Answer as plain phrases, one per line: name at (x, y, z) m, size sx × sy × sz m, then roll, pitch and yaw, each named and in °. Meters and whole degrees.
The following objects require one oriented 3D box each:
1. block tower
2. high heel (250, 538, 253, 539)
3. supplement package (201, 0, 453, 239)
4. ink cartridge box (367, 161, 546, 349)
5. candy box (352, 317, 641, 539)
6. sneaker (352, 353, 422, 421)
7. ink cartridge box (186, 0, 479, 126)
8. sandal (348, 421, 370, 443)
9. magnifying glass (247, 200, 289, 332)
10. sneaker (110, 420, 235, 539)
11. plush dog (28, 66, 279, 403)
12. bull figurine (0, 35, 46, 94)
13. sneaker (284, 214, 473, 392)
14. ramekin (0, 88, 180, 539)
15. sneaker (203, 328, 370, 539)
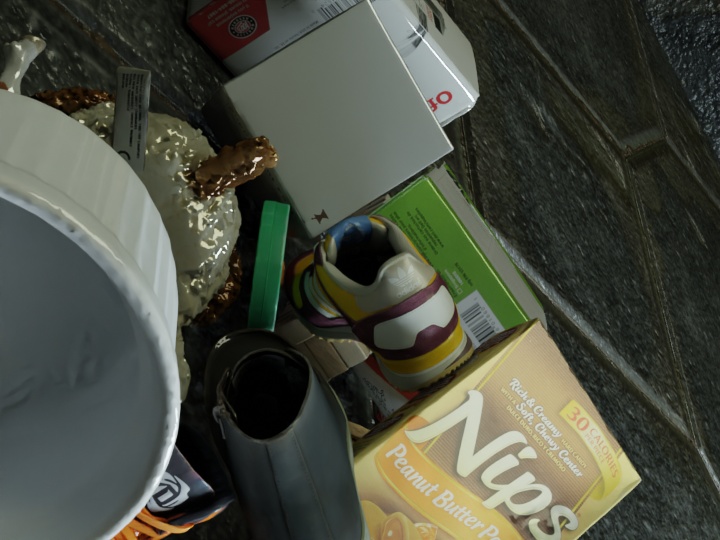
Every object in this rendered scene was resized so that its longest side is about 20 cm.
block tower at (-0.008, 0.014, 1.092) m, size 0.058 × 0.054 × 0.200 m, roll 56°, pitch 26°, yaw -12°
high heel at (-0.077, 0.205, 0.794) m, size 0.068 × 0.095 × 0.200 m, roll 56°, pitch 4°, yaw -6°
supplement package at (-0.029, -0.096, 0.991) m, size 0.115 × 0.109 × 0.200 m, roll 59°, pitch -8°, yaw -7°
ink cartridge box at (0.070, 0.003, 1.092) m, size 0.149 × 0.075 × 0.200 m, roll 55°, pitch 10°, yaw -2°
candy box at (0.052, 0.130, 0.833) m, size 0.199 × 0.055 × 0.116 m, roll -35°, pitch 93°, yaw -25°
sneaker at (0.047, 0.137, 1.061) m, size 0.201 × 0.109 × 0.067 m, roll 34°, pitch 19°, yaw 32°
ink cartridge box at (-0.019, -0.187, 1.163) m, size 0.200 × 0.146 × 0.083 m, roll 45°, pitch 27°, yaw -34°
sandal at (-0.027, 0.125, 0.946) m, size 0.212 × 0.077 × 0.070 m, roll 45°, pitch 58°, yaw -40°
magnifying glass at (-0.057, 0.000, 0.937) m, size 0.200 × 0.022 × 0.081 m, roll 167°, pitch -69°, yaw -85°
sneaker at (-0.128, 0.119, 0.677) m, size 0.078 × 0.111 × 0.200 m, roll 56°, pitch 25°, yaw -13°
plush dog at (-0.123, -0.041, 0.843) m, size 0.201 × 0.160 × 0.172 m, roll 56°, pitch 2°, yaw -13°
bull figurine at (-0.205, -0.053, 0.688) m, size 0.198 × 0.065 × 0.123 m, roll 11°, pitch 74°, yaw -36°
sneaker at (0.000, 0.000, 0.912) m, size 0.200 × 0.075 × 0.091 m, roll 26°, pitch -36°, yaw 59°
ramekin at (-0.168, 0.022, 0.607) m, size 0.201 × 0.199 × 0.098 m, roll 50°, pitch 20°, yaw -24°
sneaker at (-0.045, 0.063, 0.761) m, size 0.200 × 0.074 × 0.107 m, roll -121°, pitch -165°, yaw -56°
